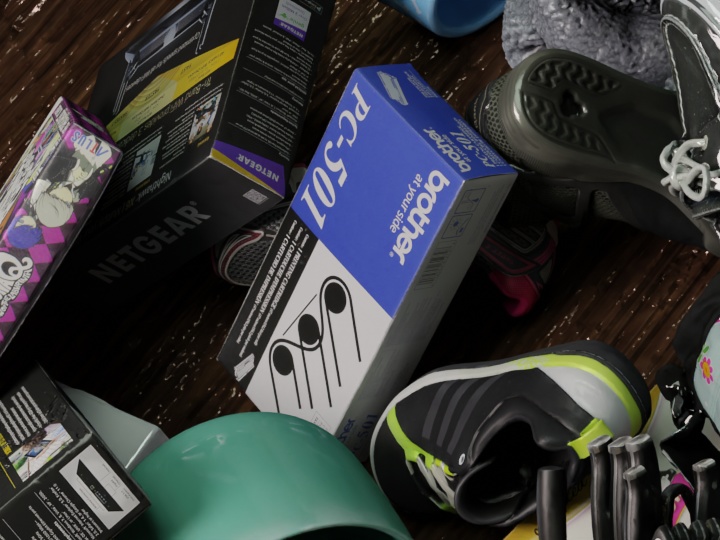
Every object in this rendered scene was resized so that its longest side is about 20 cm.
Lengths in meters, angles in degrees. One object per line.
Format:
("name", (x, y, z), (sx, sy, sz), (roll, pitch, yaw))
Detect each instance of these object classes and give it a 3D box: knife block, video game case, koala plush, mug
("knife block", (0.113, 0.182, 1.165), (0.176, 0.064, 0.200), (55, 131, 35))
("video game case", (-0.194, -0.005, 1.416), (0.182, 0.036, 0.200), (-58, 11, 3))
("koala plush", (0.140, -0.182, 1.408), (0.183, 0.200, 0.178), (19, 66, 33))
("mug", (-0.070, 0.155, 1.293), (0.185, 0.152, 0.115), (-34, 47, -2))

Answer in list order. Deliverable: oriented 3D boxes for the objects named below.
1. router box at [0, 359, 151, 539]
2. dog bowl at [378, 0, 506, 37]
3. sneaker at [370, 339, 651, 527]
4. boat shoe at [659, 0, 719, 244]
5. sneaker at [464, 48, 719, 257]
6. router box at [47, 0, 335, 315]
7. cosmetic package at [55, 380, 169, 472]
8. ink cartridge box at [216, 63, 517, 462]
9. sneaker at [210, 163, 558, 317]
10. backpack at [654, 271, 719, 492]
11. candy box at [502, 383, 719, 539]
("router box", (-0.189, 0.124, 1.277), (0.149, 0.051, 0.200), (-40, 15, -6))
("dog bowl", (0.094, -0.214, 1.516), (0.200, 0.112, 0.050), (-40, 64, -7))
("sneaker", (0.057, 0.089, 1.280), (0.200, 0.072, 0.083), (-29, 15, 50))
("boat shoe", (0.185, -0.048, 1.284), (0.068, 0.074, 0.200), (-24, 91, -14))
("sneaker", (0.139, -0.052, 1.361), (0.114, 0.199, 0.077), (-16, 58, 62))
("router box", (-0.099, -0.081, 1.475), (0.200, 0.052, 0.158), (-30, 39, 49))
("cosmetic package", (-0.184, 0.164, 1.390), (0.101, 0.071, 0.200), (20, 67, 35))
("ink cartridge box", (0.000, 0.000, 1.353), (0.094, 0.044, 0.200), (47, 127, 30))
("sneaker", (0.009, -0.013, 1.425), (0.199, 0.081, 0.075), (-4, 57, 21))
("backpack", (0.233, 0.079, 1.154), (0.166, 0.127, 0.200), (0, 38, -11))
("candy box", (0.175, 0.160, 1.240), (0.136, 0.061, 0.200), (-44, 50, -11))
